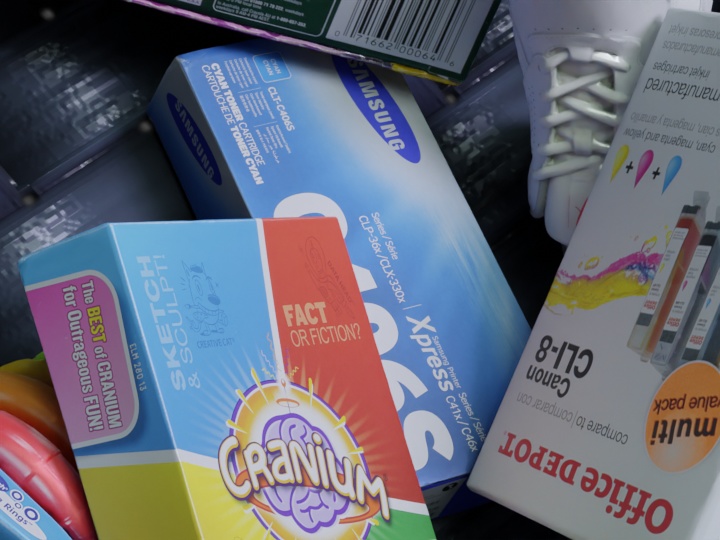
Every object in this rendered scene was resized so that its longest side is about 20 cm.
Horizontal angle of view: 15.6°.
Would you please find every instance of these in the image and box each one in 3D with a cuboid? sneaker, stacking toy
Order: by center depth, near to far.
[{"bbox_3d":[-0.092,0.062,0.929,0.116,0.110,0.200,43,43,7],"label":"stacking toy"},{"bbox_3d":[0.097,-0.061,1.023,0.078,0.200,0.100,4,62,19],"label":"sneaker"}]

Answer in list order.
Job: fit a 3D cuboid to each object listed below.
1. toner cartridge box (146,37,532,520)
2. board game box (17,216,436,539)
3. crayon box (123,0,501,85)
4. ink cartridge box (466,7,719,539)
[{"bbox_3d":[0.000,0.000,1.027,0.095,0.043,0.200,-14,66,-31],"label":"toner cartridge box"},{"bbox_3d":[-0.031,0.082,0.890,0.153,0.040,0.201,-5,76,-62],"label":"board game box"},{"bbox_3d":[-0.049,-0.168,1.070,0.199,0.058,0.173,13,37,-15],"label":"crayon box"},{"bbox_3d":[0.162,0.029,0.946,0.144,0.145,0.200,23,88,-29],"label":"ink cartridge box"}]
